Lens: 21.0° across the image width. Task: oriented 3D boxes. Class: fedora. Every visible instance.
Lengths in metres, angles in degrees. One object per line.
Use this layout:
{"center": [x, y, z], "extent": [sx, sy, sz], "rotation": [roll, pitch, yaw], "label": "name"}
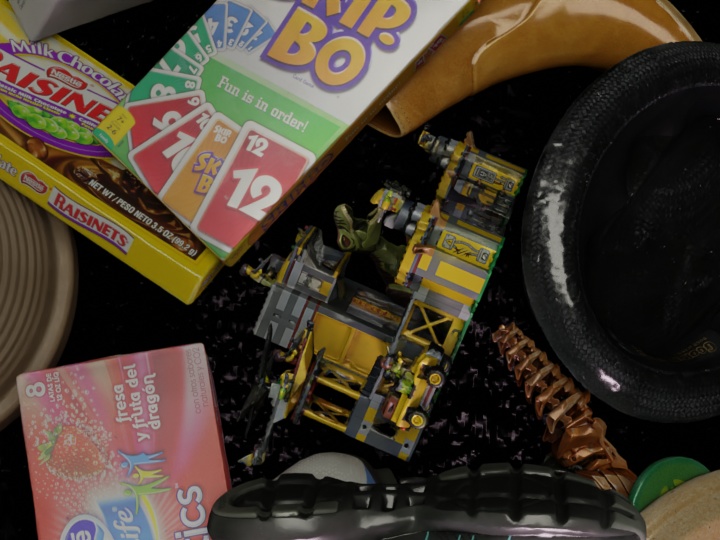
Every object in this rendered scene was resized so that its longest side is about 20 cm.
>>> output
{"center": [0.149, -0.019, 0.993], "extent": [0.200, 0.092, 0.202], "rotation": [2, 85, -28], "label": "fedora"}

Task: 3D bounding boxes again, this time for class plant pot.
{"center": [-0.247, -0.002, 0.986], "extent": [0.200, 0.093, 0.202], "rotation": [0, 79, -2], "label": "plant pot"}

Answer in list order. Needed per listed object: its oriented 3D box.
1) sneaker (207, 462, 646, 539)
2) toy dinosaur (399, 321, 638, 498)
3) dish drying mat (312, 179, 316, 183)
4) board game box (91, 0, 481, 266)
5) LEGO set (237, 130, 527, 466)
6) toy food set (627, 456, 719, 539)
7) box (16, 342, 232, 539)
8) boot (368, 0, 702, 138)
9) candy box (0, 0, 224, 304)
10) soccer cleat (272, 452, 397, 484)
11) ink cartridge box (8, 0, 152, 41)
{"center": [0.031, 0.134, 0.892], "extent": [0.199, 0.075, 0.080], "rotation": [-2, 101, 6], "label": "sneaker"}
{"center": [0.096, 0.125, 0.973], "extent": [0.135, 0.102, 0.201], "rotation": [-19, 87, -7], "label": "toy dinosaur"}
{"center": [-0.062, -0.145, 1.027], "extent": [0.018, 0.077, 0.201], "rotation": [-17, 81, 6], "label": "dish drying mat"}
{"center": [-0.031, -0.107, 0.967], "extent": [0.096, 0.030, 0.200], "rotation": [43, 86, 9], "label": "board game box"}
{"center": [0.000, 0.000, 0.949], "extent": [0.115, 0.200, 0.154], "rotation": [23, 116, 2], "label": "LEGO set"}
{"center": [0.167, 0.184, 0.950], "extent": [0.197, 0.049, 0.201], "rotation": [-8, 107, -29], "label": "toy food set"}
{"center": [-0.105, 0.145, 0.961], "extent": [0.094, 0.103, 0.201], "rotation": [-9, 82, -4], "label": "box"}
{"center": [0.068, -0.112, 1.014], "extent": [0.201, 0.071, 0.144], "rotation": [35, 63, 15], "label": "boot"}
{"center": [-0.145, -0.069, 1.006], "extent": [0.200, 0.026, 0.102], "rotation": [34, 37, 3], "label": "candy box"}
{"center": [-0.005, 0.191, 0.959], "extent": [0.086, 0.070, 0.201], "rotation": [-16, 86, -33], "label": "soccer cleat"}
{"center": [-0.163, -0.244, 0.997], "extent": [0.084, 0.144, 0.201], "rotation": [-25, 81, -32], "label": "ink cartridge box"}
